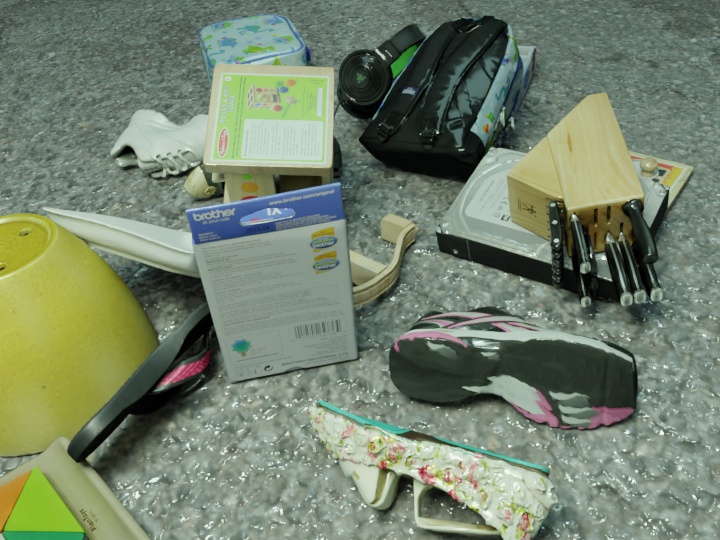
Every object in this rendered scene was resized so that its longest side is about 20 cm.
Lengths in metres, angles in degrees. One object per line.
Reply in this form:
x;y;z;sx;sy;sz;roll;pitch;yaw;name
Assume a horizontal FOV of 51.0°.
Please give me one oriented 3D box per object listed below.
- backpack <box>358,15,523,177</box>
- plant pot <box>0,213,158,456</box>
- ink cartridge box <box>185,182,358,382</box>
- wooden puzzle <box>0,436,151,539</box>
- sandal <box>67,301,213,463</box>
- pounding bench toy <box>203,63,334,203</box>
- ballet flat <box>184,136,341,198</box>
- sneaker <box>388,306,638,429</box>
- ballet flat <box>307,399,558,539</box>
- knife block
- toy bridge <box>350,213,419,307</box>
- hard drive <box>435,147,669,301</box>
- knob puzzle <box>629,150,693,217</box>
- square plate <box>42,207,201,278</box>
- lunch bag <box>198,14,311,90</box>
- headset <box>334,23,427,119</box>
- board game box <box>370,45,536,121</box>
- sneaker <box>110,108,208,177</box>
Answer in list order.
0.116;-0.212;0.912;0.162;0.153;0.203;11;79;38;backpack
-0.294;0.037;0.663;0.197;0.143;0.201;-4;38;3;plant pot
-0.067;0.008;0.615;0.118;0.201;0.042;-10;47;-6;ink cartridge box
-0.255;0.214;0.512;0.199;0.038;0.184;-33;45;-30;wooden puzzle
-0.164;0.094;0.637;0.045;0.075;0.200;37;42;-1;sandal
-0.090;-0.084;0.789;0.122;0.157;0.203;1;61;-2;pounding bench toy
-0.118;-0.126;0.919;0.198;0.067;0.057;-19;70;-9;ballet flat
0.128;0.063;0.621;0.197;0.081;0.087;11;29;13;sneaker
0.038;0.145;0.536;0.198;0.076;0.065;11;73;30;ballet flat
0.232;-0.063;0.696;0.175;0.064;0.200;32;64;35;knife block
0.000;0.000;0.748;0.067;0.028;0.199;23;41;32;toy bridge
0.193;-0.053;0.768;0.198;0.038;0.140;20;58;30;hard drive
0.253;-0.105;0.856;0.216;0.031;0.221;-5;38;4;knob puzzle
-0.167;-0.019;0.729;0.196;0.029;0.199;16;4;30;square plate
-0.163;-0.330;1.173;0.159;0.083;0.201;-15;38;-9;lunch bag
-0.005;-0.246;0.960;0.200;0.094;0.124;-42;0;-4;headset
0.136;-0.268;1.078;0.197;0.042;0.201;9;41;20;board game box
-0.237;-0.153;0.978;0.198;0.075;0.088;8;51;30;sneaker
